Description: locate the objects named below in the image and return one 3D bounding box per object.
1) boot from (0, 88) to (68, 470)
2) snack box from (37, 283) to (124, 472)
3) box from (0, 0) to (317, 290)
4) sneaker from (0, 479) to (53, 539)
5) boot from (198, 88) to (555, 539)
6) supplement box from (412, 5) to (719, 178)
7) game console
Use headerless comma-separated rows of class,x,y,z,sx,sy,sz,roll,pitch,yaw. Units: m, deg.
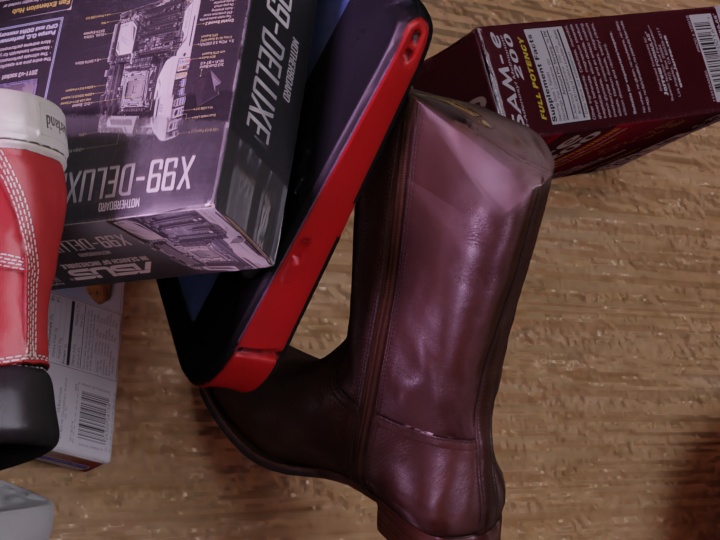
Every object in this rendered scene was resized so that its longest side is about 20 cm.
boot,-0.198,0.018,0.676,0.072,0.198,0.146,44,44,-73
snack box,-0.134,-0.019,0.840,0.071,0.024,0.202,18,62,-34
box,-0.117,-0.072,0.757,0.050,0.198,0.159,47,43,-52
sneaker,-0.192,0.150,0.705,0.200,0.080,0.148,0,106,-68
boot,0.000,0.000,0.792,0.064,0.186,0.202,-26,131,-37
supplement box,0.100,-0.086,1.013,0.199,0.108,0.061,-11,81,-42
game console,-0.040,-0.065,0.796,0.031,0.178,0.200,15,25,-23
